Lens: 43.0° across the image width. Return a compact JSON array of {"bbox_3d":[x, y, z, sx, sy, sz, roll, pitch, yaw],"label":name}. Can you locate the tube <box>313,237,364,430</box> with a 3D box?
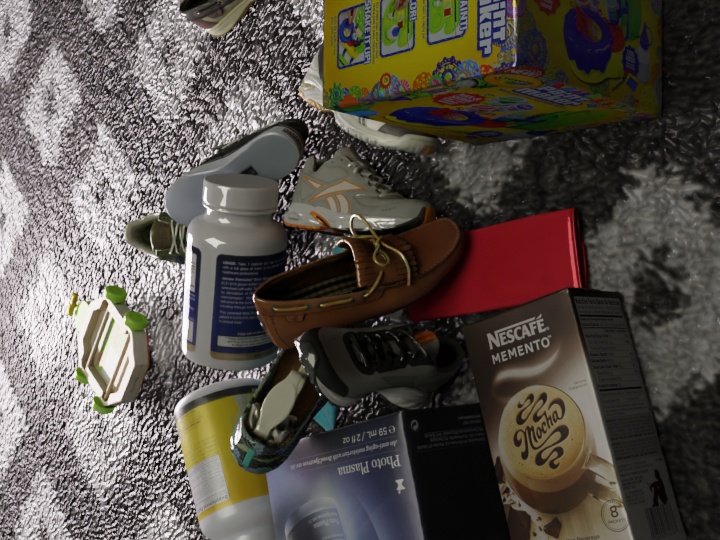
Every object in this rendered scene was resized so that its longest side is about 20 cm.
[{"bbox_3d":[-0.026,0.066,0.961,0.077,0.050,0.201,37,117,46],"label":"tube"}]

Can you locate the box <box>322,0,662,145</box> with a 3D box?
[{"bbox_3d":[0.106,-0.185,0.730,0.192,0.200,0.122,-2,85,46],"label":"box"}]

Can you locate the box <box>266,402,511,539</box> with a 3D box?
[{"bbox_3d":[0.026,0.240,0.837,0.200,0.123,0.199,-24,71,43],"label":"box"}]

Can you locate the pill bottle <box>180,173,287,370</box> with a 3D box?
[{"bbox_3d":[-0.138,-0.001,1.008,0.111,0.111,0.201,23,113,44],"label":"pill bottle"}]

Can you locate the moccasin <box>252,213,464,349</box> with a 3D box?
[{"bbox_3d":[0.000,-0.001,0.824,0.074,0.201,0.078,-112,5,-46],"label":"moccasin"}]

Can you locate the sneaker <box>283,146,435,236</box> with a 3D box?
[{"bbox_3d":[-0.003,-0.081,0.927,0.200,0.076,0.092,9,89,44],"label":"sneaker"}]

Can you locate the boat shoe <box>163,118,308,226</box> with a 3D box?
[{"bbox_3d":[-0.144,-0.118,1.059,0.199,0.074,0.068,-32,20,30],"label":"boat shoe"}]

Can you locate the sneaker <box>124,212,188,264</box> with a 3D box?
[{"bbox_3d":[-0.215,-0.035,1.124,0.200,0.090,0.067,9,92,45],"label":"sneaker"}]

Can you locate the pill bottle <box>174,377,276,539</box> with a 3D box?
[{"bbox_3d":[-0.130,0.228,1.002,0.112,0.112,0.201,-37,63,38],"label":"pill bottle"}]

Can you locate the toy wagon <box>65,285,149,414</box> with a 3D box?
[{"bbox_3d":[-0.364,0.099,1.303,0.200,0.039,0.156,43,117,39],"label":"toy wagon"}]

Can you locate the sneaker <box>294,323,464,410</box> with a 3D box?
[{"bbox_3d":[0.018,0.074,0.805,0.079,0.200,0.074,-40,61,26],"label":"sneaker"}]

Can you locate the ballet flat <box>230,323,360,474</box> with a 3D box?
[{"bbox_3d":[-0.052,0.097,0.849,0.074,0.074,0.200,-6,46,45],"label":"ballet flat"}]

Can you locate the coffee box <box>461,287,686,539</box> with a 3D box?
[{"bbox_3d":[0.166,0.125,0.730,0.113,0.080,0.201,-26,69,42],"label":"coffee box"}]

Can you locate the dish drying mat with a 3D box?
[{"bbox_3d":[0.117,-0.001,0.835,0.200,0.018,0.077,-13,77,44],"label":"dish drying mat"}]

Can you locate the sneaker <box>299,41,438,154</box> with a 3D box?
[{"bbox_3d":[0.010,-0.183,0.916,0.200,0.075,0.088,39,114,39],"label":"sneaker"}]

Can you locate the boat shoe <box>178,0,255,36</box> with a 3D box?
[{"bbox_3d":[-0.147,-0.362,1.096,0.201,0.066,0.072,-39,60,37],"label":"boat shoe"}]
